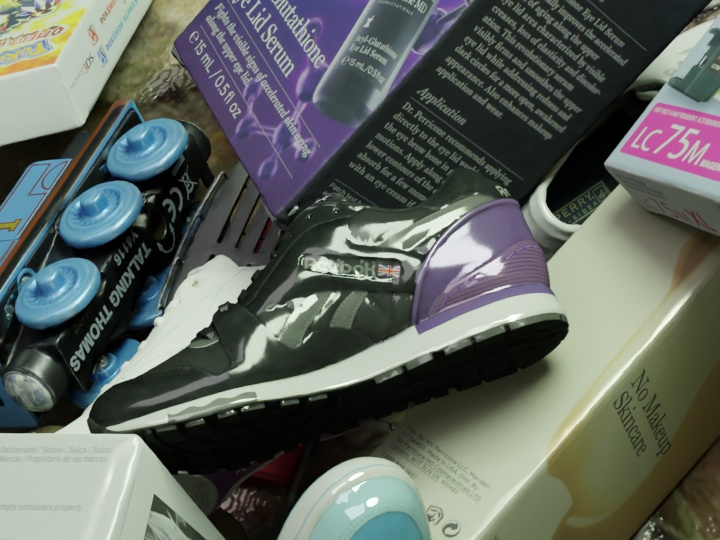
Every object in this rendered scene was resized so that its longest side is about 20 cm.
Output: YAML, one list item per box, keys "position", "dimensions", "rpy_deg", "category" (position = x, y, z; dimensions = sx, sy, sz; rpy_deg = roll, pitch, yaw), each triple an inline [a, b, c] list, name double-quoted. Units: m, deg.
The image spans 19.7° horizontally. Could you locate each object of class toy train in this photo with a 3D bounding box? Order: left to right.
- position: [-0.149, -0.005, 1.074]
  dimensions: [0.113, 0.087, 0.201]
  rpy_deg: [-2, 43, 30]
  category: "toy train"

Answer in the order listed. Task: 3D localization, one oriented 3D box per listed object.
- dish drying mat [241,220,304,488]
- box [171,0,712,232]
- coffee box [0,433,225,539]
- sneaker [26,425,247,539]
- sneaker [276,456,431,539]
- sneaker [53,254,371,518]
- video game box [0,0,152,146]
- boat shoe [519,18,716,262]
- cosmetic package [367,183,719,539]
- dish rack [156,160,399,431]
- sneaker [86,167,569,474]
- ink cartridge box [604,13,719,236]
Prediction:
- position: [-0.033, 0.020, 1.058]
  dimensions: [0.076, 0.018, 0.201]
  rpy_deg: [6, 59, 28]
  category: "dish drying mat"
- position: [0.032, -0.112, 0.928]
  dimensions: [0.200, 0.104, 0.148]
  rpy_deg: [-48, 43, 13]
  category: "box"
- position: [-0.161, 0.202, 0.858]
  dimensions: [0.198, 0.198, 0.201]
  rpy_deg: [-1, 56, 24]
  category: "coffee box"
- position: [-0.145, 0.113, 1.005]
  dimensions: [0.198, 0.067, 0.091]
  rpy_deg: [-10, 56, 22]
  category: "sneaker"
- position: [0.021, 0.181, 0.795]
  dimensions: [0.079, 0.202, 0.130]
  rpy_deg: [-11, 26, -30]
  category: "sneaker"
- position: [-0.074, 0.054, 0.937]
  dimensions: [0.199, 0.075, 0.100]
  rpy_deg: [-26, 54, -9]
  category: "sneaker"
- position: [-0.231, -0.123, 1.208]
  dimensions: [0.198, 0.047, 0.183]
  rpy_deg: [-12, 32, 18]
  category: "video game box"
- position: [0.144, -0.062, 0.971]
  dimensions: [0.074, 0.065, 0.200]
  rpy_deg: [45, 63, 3]
  category: "boat shoe"
- position: [0.099, 0.060, 0.906]
  dimensions: [0.200, 0.105, 0.071]
  rpy_deg: [-47, 52, -12]
  category: "cosmetic package"
- position: [0.000, 0.000, 1.013]
  dimensions: [0.198, 0.055, 0.154]
  rpy_deg: [14, 61, 19]
  category: "dish rack"
- position: [-0.021, 0.019, 0.853]
  dimensions: [0.198, 0.076, 0.088]
  rpy_deg: [-17, 69, -8]
  category: "sneaker"
- position: [0.197, -0.100, 0.842]
  dimensions: [0.200, 0.042, 0.119]
  rpy_deg: [-50, 27, -7]
  category: "ink cartridge box"
